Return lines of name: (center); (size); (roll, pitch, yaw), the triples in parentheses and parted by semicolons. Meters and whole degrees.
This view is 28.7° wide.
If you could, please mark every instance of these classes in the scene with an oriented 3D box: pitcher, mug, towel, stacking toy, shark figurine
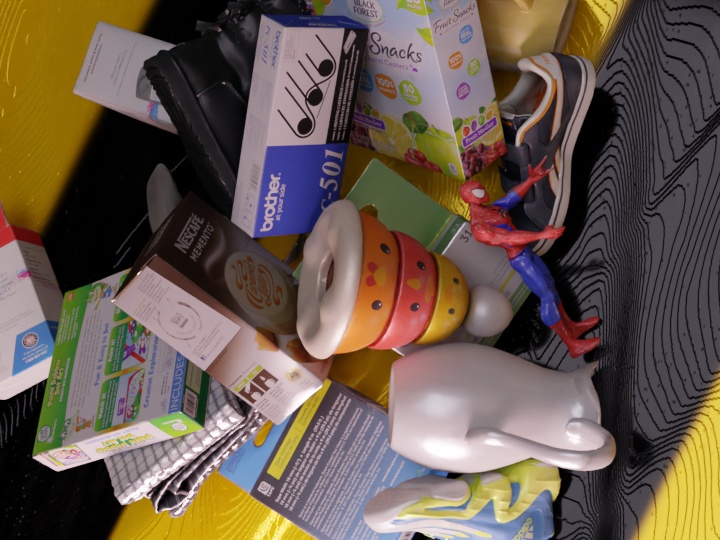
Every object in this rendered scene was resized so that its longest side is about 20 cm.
pitcher: (0.128, 0.136, 1.292); (0.199, 0.172, 0.122); (2, 105, -2)
mug: (0.125, -0.257, 1.378); (0.153, 0.187, 0.150); (19, 124, 12)
towel: (-0.186, 0.137, 1.445); (0.166, 0.086, 0.200); (-42, 43, 9)
stacking toy: (0.050, 0.020, 1.301); (0.199, 0.146, 0.147); (9, 85, -18)
shark figurine: (-0.166, -0.021, 1.488); (0.214, 0.089, 0.129); (25, 93, 22)

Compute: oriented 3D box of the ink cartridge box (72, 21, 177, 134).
ink cartridge box: (-0.176, -0.182, 1.479); (0.199, 0.148, 0.086); (19, 90, 19)

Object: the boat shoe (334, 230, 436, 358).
boat shoe: (0.001, 0.002, 1.419); (0.075, 0.075, 0.202); (38, 98, -23)

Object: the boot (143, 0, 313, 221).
boot: (-0.099, -0.163, 1.349); (0.162, 0.073, 0.199); (-33, 108, -19)

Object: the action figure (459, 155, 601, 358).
action figure: (0.177, -0.022, 1.326); (0.099, 0.065, 0.200); (-37, 107, 20)

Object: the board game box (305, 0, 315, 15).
board game box: (-0.020, -0.306, 1.482); (0.200, 0.032, 0.120); (17, 93, 34)

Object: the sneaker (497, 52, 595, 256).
sneaker: (0.163, -0.114, 1.365); (0.078, 0.079, 0.201); (30, 112, 58)

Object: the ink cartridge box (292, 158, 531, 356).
ink cartridge box: (0.056, 0.006, 1.368); (0.200, 0.048, 0.146); (34, 94, -21)

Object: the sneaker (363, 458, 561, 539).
sneaker: (0.104, 0.242, 1.331); (0.199, 0.076, 0.105); (-12, 96, -15)

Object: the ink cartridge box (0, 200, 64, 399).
ink cartridge box: (-0.402, 0.029, 1.571); (0.116, 0.067, 0.201); (-27, 75, 13)

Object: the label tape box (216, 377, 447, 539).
label tape box: (-0.023, 0.194, 1.420); (0.200, 0.063, 0.145); (30, 92, 21)

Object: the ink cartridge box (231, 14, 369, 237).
ink cartridge box: (-0.057, -0.132, 1.294); (0.044, 0.094, 0.201); (36, 123, 46)

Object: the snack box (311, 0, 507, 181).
snack box: (0.042, -0.200, 1.323); (0.068, 0.201, 0.168); (-35, 37, -29)

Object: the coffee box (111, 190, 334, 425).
coffee box: (-0.121, 0.036, 1.341); (0.200, 0.115, 0.080); (38, 125, -13)

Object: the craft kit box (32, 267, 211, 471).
craft kit box: (-0.234, 0.088, 1.426); (0.197, 0.049, 0.201); (-16, 51, 28)
